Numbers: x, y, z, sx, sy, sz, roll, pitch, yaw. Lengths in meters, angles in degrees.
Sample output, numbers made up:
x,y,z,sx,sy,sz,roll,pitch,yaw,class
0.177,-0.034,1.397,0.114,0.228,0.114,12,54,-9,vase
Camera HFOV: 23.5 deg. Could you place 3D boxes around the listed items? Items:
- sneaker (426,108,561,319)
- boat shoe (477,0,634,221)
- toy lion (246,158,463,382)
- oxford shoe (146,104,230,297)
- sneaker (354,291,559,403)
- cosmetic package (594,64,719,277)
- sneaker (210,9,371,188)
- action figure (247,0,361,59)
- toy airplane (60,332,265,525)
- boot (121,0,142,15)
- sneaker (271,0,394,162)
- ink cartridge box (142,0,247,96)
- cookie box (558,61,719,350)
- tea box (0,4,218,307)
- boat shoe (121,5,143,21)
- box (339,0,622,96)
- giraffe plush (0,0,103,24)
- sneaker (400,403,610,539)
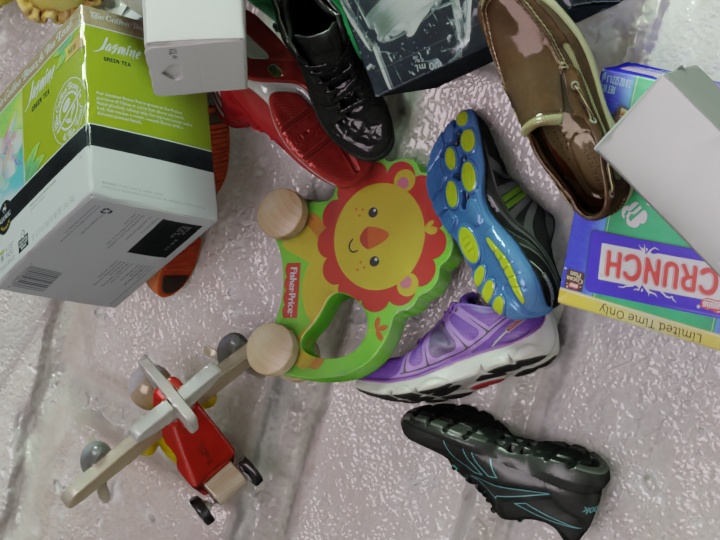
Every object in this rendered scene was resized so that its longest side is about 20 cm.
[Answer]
x,y,z,sx,sy,sz,roll,pitch,yaw,class
0.119,-0.046,1.494,0.071,0.082,0.201,-40,63,36,sneaker
0.151,-0.131,1.340,0.074,0.075,0.203,-28,100,33,boat shoe
0.000,0.000,1.555,0.190,0.069,0.202,0,79,27,toy lion
-0.184,-0.076,1.667,0.073,0.071,0.201,33,114,26,oxford shoe
0.085,0.067,1.545,0.199,0.080,0.084,-20,71,25,sneaker
0.280,-0.056,1.292,0.200,0.107,0.090,45,115,14,cosmetic package
-0.068,-0.144,1.581,0.200,0.078,0.116,51,164,8,sneaker
-0.044,-0.241,1.551,0.118,0.055,0.200,-43,90,-14,action figure
-0.177,0.134,1.628,0.141,0.199,0.200,43,120,34,toy airplane
-0.160,-0.328,1.554,0.144,0.072,0.201,-30,39,28,boot
-0.033,-0.185,1.469,0.060,0.104,0.201,-27,87,3,sneaker
-0.140,-0.262,1.435,0.085,0.146,0.202,-5,80,-4,ink cartridge box
0.264,-0.051,1.404,0.170,0.075,0.202,16,107,25,cookie box
-0.241,-0.101,1.596,0.200,0.133,0.198,-36,52,45,tea box
-0.180,-0.263,1.636,0.200,0.070,0.067,-47,39,28,boat shoe
0.083,-0.275,1.446,0.199,0.124,0.198,-22,89,31,box
-0.319,-0.305,1.670,0.161,0.173,0.202,12,95,6,giraffe plush
0.120,0.178,1.530,0.199,0.075,0.080,20,110,26,sneaker
